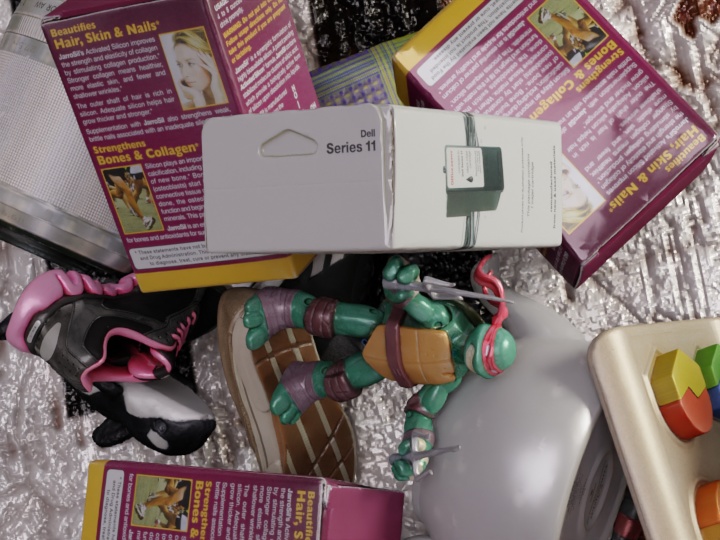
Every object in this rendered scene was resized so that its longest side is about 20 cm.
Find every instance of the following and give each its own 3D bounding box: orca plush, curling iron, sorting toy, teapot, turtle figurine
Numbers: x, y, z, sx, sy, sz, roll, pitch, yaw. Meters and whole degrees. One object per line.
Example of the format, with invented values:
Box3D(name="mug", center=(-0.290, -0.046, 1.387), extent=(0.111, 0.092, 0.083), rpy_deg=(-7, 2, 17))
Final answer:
Box3D(name="orca plush", center=(-0.196, 0.096, 1.173), extent=(0.198, 0.105, 0.072), rpy_deg=(26, 97, 15))
Box3D(name="curling iron", center=(0.202, 0.181, 1.124), extent=(0.049, 0.026, 0.203), rpy_deg=(18, 81, -9))
Box3D(name="sorting toy", center=(0.236, 0.121, 1.045), extent=(0.036, 0.199, 0.187), rpy_deg=(-24, 78, 35))
Box3D(name="teapot", center=(0.096, 0.132, 1.075), extent=(0.144, 0.199, 0.201), rpy_deg=(16, 47, 23))
Box3D(name="turtle figurine", center=(0.026, 0.056, 1.009), extent=(0.198, 0.100, 0.152), rpy_deg=(0, 105, 32))

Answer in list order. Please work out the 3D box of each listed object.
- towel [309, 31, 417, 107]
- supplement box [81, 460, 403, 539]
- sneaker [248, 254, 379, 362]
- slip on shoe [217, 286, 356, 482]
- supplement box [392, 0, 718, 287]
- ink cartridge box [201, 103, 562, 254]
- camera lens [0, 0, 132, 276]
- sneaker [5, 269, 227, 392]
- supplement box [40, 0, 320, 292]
Box3D(name="towel", center=(-0.016, -0.086, 1.200), extent=(0.198, 0.023, 0.145), rpy_deg=(-24, 78, 6))
Box3D(name="supplement box", center=(-0.083, 0.199, 1.045), extent=(0.198, 0.103, 0.133), rpy_deg=(1, 81, 33))
Box3D(name="sneaker", center=(0.000, 0.000, 1.150), extent=(0.112, 0.073, 0.200), rpy_deg=(39, 107, -8))
Box3D(name="slip on shoe", center=(-0.058, 0.101, 1.130), extent=(0.076, 0.202, 0.060), rpy_deg=(-35, 35, -26))
Box3D(name="supplement box", center=(0.134, -0.109, 1.112), extent=(0.131, 0.103, 0.200), rpy_deg=(-41, 80, -3))
Box3D(name="ink cartridge box", center=(0.016, -0.053, 0.971), extent=(0.145, 0.199, 0.084), rpy_deg=(0, 91, 37))
Box3D(name="camera lens", center=(-0.205, -0.107, 1.167), extent=(0.158, 0.160, 0.202), rpy_deg=(23, 87, 12))
Box3D(name="sneaker", center=(-0.154, 0.046, 1.123), extent=(0.095, 0.199, 0.080), rpy_deg=(36, 117, 28))
Box3D(name="supplement box", center=(-0.105, -0.099, 1.044), extent=(0.129, 0.103, 0.202), rpy_deg=(-4, 116, 28))
